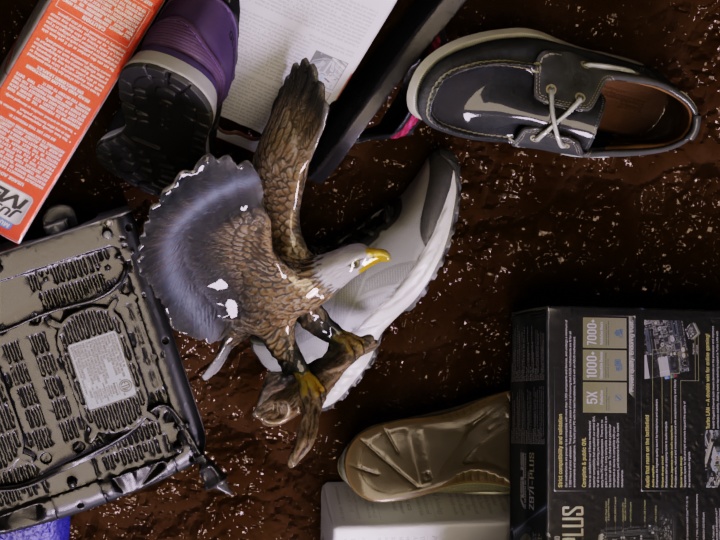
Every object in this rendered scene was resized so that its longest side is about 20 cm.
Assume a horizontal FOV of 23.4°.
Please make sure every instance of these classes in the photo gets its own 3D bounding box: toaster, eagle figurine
[{"bbox_3d":[-0.201,0.067,1.120,0.180,0.119,0.201,-19,102,-5],"label":"toaster"},{"bbox_3d":[-0.054,-0.010,1.068,0.150,0.152,0.201,-28,113,-4],"label":"eagle figurine"}]

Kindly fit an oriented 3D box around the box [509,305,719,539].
[{"bbox_3d":[0.189,0.127,1.176,0.163,0.086,0.201,1,85,-12],"label":"box"}]

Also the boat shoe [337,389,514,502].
[{"bbox_3d":[0.084,0.126,1.232,0.200,0.063,0.074,-10,87,-9],"label":"boat shoe"}]

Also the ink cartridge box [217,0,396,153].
[{"bbox_3d":[-0.047,-0.163,1.091,0.109,0.051,0.200,22,133,-14],"label":"ink cartridge box"}]

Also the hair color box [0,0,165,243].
[{"bbox_3d":[-0.182,-0.128,1.068,0.064,0.111,0.200,31,106,-16],"label":"hair color box"}]

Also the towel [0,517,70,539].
[{"bbox_3d":[-0.280,0.225,1.231,0.147,0.050,0.201,3,111,-6],"label":"towel"}]

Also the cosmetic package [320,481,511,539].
[{"bbox_3d":[0.072,0.207,1.250,0.199,0.074,0.102,-1,111,-8],"label":"cosmetic package"}]

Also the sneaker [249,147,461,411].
[{"bbox_3d":[0.000,0.000,1.161,0.079,0.074,0.200,33,105,-12],"label":"sneaker"}]

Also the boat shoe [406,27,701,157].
[{"bbox_3d":[0.125,-0.108,1.102,0.199,0.068,0.072,2,117,-28],"label":"boat shoe"}]

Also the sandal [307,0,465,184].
[{"bbox_3d":[0.035,-0.129,1.112,0.045,0.075,0.200,35,101,-17],"label":"sandal"}]

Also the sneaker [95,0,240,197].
[{"bbox_3d":[-0.106,-0.109,1.070,0.075,0.200,0.088,26,68,-6],"label":"sneaker"}]
